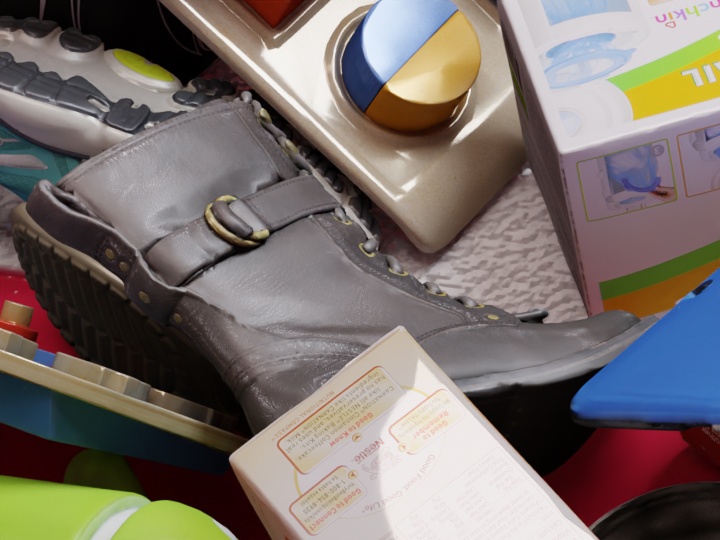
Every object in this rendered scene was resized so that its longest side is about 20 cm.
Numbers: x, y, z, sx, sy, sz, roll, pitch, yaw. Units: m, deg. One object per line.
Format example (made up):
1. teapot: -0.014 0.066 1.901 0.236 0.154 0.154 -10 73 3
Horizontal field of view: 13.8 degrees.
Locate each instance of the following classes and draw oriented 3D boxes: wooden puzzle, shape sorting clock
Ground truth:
1. wooden puzzle: 0.019 -0.136 1.235 0.200 0.046 0.185 45 61 -1
2. shape sorting clock: -0.130 0.031 1.096 0.199 0.200 0.039 18 89 30

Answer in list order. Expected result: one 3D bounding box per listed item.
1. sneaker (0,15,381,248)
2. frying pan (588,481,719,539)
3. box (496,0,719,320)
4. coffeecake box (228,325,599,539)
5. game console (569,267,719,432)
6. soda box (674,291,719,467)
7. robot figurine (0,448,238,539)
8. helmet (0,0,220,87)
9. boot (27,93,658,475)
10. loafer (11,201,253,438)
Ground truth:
1. sneaker: -0.084 -0.038 1.229 0.199 0.080 0.078 25 38 12
2. frying pan: 0.104 0.158 1.006 0.115 0.031 0.191 7 61 24
3. box: 0.167 -0.069 1.169 0.199 0.102 0.113 -16 43 -1
4. coffeecake box: 0.060 0.136 0.923 0.073 0.154 0.200 -37 57 -9
5. game console: 0.205 0.035 1.012 0.171 0.118 0.200 47 57 7
6. soda box: 0.196 0.072 1.039 0.063 0.070 0.200 -29 45 -22
7. robot figurine: -0.117 0.131 1.032 0.199 0.116 0.175 6 15 22
8. helmet: -0.133 -0.182 1.302 0.199 0.191 0.200 -8 44 8
9. boot: 0.000 0.000 1.075 0.200 0.069 0.174 -16 57 -43
10. loafer: -0.051 0.019 1.166 0.200 0.076 0.067 29 57 25
